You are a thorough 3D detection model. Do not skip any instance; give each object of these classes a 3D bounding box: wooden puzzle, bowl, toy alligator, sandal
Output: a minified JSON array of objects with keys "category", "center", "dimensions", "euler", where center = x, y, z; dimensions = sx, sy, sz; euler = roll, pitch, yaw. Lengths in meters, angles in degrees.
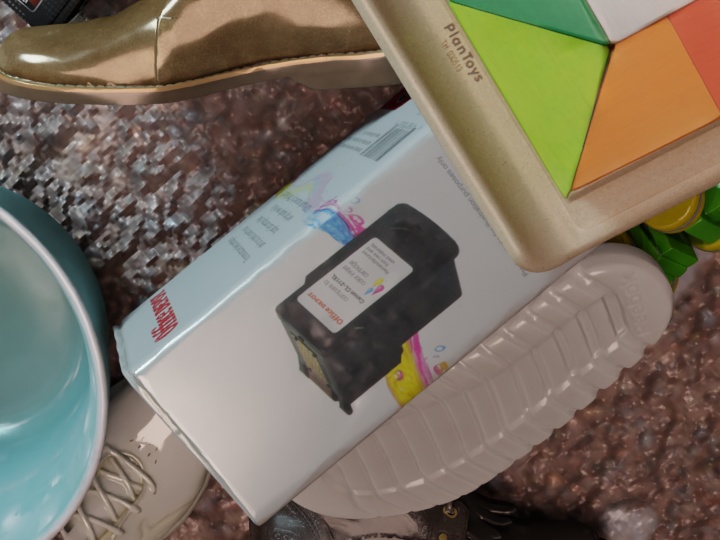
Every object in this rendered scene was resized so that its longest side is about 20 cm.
[{"category":"wooden puzzle","center":[0.099,-0.114,0.632],"dimensions":[0.199,0.037,0.185],"euler":[-29,103,18]},{"category":"bowl","center":[-0.199,0.034,0.850],"dimensions":[0.200,0.105,0.202],"euler":[4,109,11]},{"category":"toy alligator","center":[0.148,-0.041,0.804],"dimensions":[0.200,0.059,0.054],"euler":[-42,59,20]},{"category":"sandal","center":[0.051,0.050,0.808],"dimensions":[0.202,0.050,0.083],"euler":[-30,123,17]}]

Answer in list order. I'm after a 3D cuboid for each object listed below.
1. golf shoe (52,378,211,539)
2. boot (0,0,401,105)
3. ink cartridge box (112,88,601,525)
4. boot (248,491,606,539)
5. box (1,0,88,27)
[{"category":"golf shoe","center":[-0.136,0.130,0.882],"dimensions":[0.075,0.092,0.200],"euler":[38,100,-4]},{"category":"boot","center":[-0.065,-0.116,0.778],"dimensions":[0.199,0.074,0.076],"euler":[-7,115,2]},{"category":"ink cartridge box","center":[0.000,0.000,0.756],"dimensions":[0.200,0.146,0.083],"euler":[-40,101,-3]},{"category":"boot","center":[0.022,0.076,0.861],"dimensions":[0.199,0.069,0.175],"euler":[-1,103,1]},{"category":"box","center":[-0.163,-0.221,0.761],"dimensions":[0.200,0.044,0.160],"euler":[41,129,-8]}]
